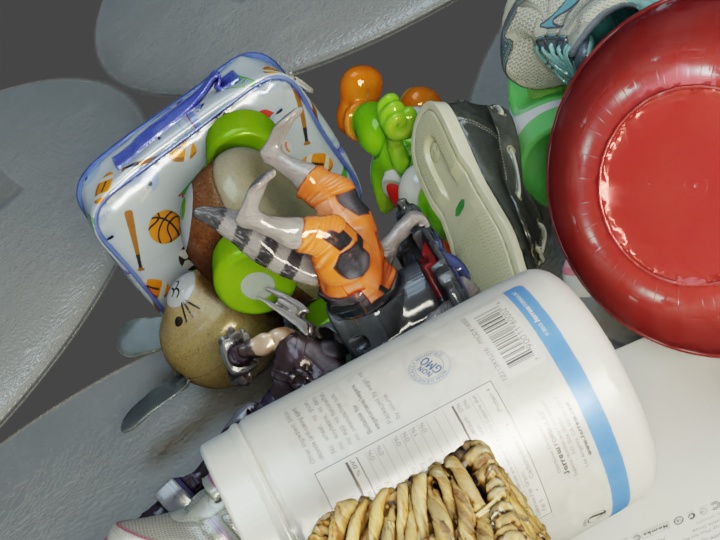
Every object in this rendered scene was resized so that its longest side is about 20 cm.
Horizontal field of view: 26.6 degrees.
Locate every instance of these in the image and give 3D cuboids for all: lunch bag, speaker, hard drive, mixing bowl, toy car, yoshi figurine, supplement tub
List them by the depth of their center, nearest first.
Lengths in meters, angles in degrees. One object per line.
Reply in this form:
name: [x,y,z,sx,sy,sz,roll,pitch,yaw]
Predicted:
supplement tub: [0.034,0.098,0.761,0.199,0.133,0.132,-27,31,-6]
mixing bowl: [0.177,-0.047,0.771,0.198,0.202,0.108,-20,-2,22]
hard drive: [0.146,0.118,0.806,0.131,0.026,0.201,-25,33,16]
toy car: [-0.104,0.021,1.063,0.199,0.158,0.165,-36,35,20]
speaker: [0.147,-0.131,1.076,0.088,0.089,0.201,-21,35,21]
yoshi figurine: [0.054,-0.096,1.098,0.112,0.113,0.200,-29,35,-3]
lunch bag: [-0.105,-0.065,1.148,0.199,0.161,0.076,-38,32,-3]

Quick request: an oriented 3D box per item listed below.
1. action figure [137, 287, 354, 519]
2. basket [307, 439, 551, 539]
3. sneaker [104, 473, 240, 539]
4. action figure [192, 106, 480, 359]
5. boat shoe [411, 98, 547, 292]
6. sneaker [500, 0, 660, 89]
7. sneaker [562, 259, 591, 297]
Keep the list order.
action figure: [-0.057,0.100,0.943,0.130,0.069,0.200,39,87,25]
basket: [0.038,0.188,0.649,0.148,0.201,0.143,-30,33,7]
sneaker: [-0.050,0.121,0.854,0.198,0.089,0.081,-13,9,-18]
action figure: [0.000,0.000,0.908,0.104,0.194,0.200,-38,16,6]
boat shoe: [0.092,-0.022,0.956,0.072,0.067,0.202,-52,47,49]
sneaker: [0.138,-0.144,0.920,0.200,0.077,0.087,-27,38,60]
sneaker: [0.200,-0.062,0.903,0.198,0.106,0.075,-23,4,12]
